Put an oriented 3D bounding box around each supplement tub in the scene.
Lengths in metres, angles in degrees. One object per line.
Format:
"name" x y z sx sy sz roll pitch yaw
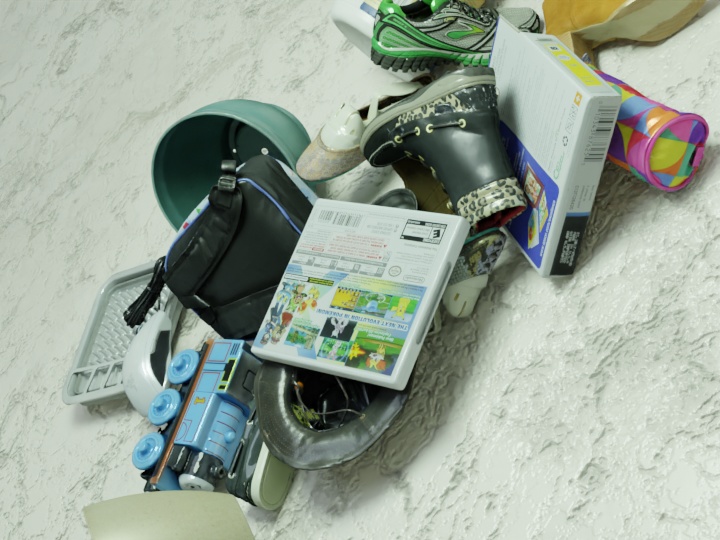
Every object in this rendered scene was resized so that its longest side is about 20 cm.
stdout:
"supplement tub" 0.075 -0.343 1.805 0.200 0.144 0.144 -52 36 -2

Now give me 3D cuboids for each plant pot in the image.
"plant pot" -0.136 -0.126 1.825 0.200 0.200 0.134 -24 18 32

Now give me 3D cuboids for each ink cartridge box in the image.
"ink cartridge box" 0.177 -0.127 1.501 0.200 0.047 0.198 -119 33 -53

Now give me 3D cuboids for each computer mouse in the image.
"computer mouse" -0.255 0.083 1.782 0.110 0.044 0.200 -46 33 34

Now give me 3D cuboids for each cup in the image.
"cup" -0.171 0.298 1.493 0.143 0.200 0.200 -23 35 -11

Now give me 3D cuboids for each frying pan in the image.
"frying pan" 0.011 -0.003 1.583 0.115 0.031 0.190 -11 51 51

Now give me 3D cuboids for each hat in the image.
"hat" -0.008 0.121 1.532 0.200 0.081 0.201 -17 55 26

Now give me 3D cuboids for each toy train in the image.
"toy train" -0.177 0.168 1.680 0.114 0.087 0.200 -1 58 40

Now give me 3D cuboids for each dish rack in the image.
"dish rack" -0.290 0.083 1.910 0.172 0.044 0.200 -17 48 39

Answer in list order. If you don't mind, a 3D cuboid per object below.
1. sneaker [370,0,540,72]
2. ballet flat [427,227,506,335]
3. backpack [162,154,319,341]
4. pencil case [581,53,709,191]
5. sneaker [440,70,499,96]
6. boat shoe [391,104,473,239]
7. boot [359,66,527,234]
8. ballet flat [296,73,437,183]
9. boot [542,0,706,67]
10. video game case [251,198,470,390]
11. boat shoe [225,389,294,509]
"sneaker" 0.111 -0.277 1.700 0.200 0.085 0.078 -8 32 -15
"ballet flat" 0.080 0.026 1.549 0.200 0.072 0.072 -30 40 32
"backpack" -0.122 -0.021 1.705 0.190 0.200 0.154 -38 6 26
"pencil case" 0.258 -0.147 1.488 0.088 0.088 0.200 -49 37 2
"sneaker" 0.139 -0.158 1.651 0.079 0.075 0.200 -64 30 7
"boat shoe" 0.085 -0.095 1.630 0.073 0.065 0.200 -38 60 36
"boot" 0.082 -0.103 1.537 0.204 0.073 0.154 -30 73 50
"ballet flat" 0.009 -0.172 1.724 0.200 0.067 0.068 -30 52 -15
"boot" 0.276 -0.299 1.611 0.201 0.071 0.144 -32 42 32
"video game case" -0.002 0.019 1.512 0.200 0.022 0.182 10 70 41
"boat shoe" -0.094 0.156 1.608 0.066 0.074 0.200 2 69 34
